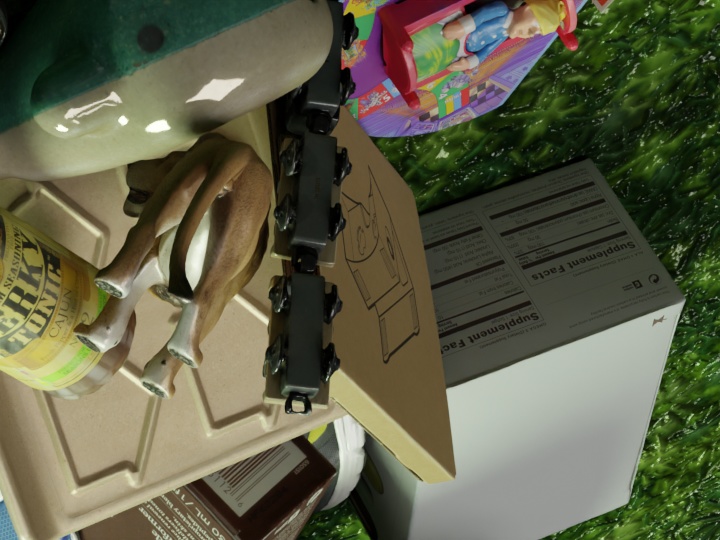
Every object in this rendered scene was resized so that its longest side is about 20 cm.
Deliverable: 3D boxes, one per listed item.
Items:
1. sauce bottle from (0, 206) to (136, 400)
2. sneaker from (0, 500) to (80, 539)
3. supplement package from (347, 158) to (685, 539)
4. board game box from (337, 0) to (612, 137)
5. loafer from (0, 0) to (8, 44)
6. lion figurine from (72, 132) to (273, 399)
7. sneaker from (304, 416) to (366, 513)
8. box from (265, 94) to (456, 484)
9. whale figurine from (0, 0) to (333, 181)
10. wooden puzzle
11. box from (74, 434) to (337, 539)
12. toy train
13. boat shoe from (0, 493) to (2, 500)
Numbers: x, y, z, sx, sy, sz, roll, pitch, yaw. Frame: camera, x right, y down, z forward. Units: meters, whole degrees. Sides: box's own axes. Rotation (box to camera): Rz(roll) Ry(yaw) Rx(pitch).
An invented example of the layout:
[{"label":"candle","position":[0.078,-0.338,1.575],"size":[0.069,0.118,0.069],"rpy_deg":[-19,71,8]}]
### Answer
[{"label":"sauce bottle","position":[-0.177,-0.003,1.301],"size":[0.065,0.065,0.200],"rpy_deg":[-40,143,13]},{"label":"sneaker","position":[-0.225,0.196,1.592],"size":[0.200,0.079,0.089],"rpy_deg":[-53,160,12]},{"label":"supplement package","position":[0.074,0.061,1.663],"size":[0.155,0.111,0.200],"rpy_deg":[-19,146,-20]},{"label":"board game box","position":[0.064,-0.125,1.462],"size":[0.158,0.039,0.200],"rpy_deg":[7,131,-46]},{"label":"loafer","position":[-0.212,-0.113,1.209],"size":[0.073,0.072,0.200],"rpy_deg":[-46,147,20]},{"label":"lion figurine","position":[-0.068,-0.018,1.286],"size":[0.123,0.072,0.200],"rpy_deg":[-58,-170,-15]},{"label":"sneaker","position":[-0.046,0.059,1.606],"size":[0.084,0.075,0.201],"rpy_deg":[-14,136,-16]},{"label":"box","position":[0.000,0.000,1.458],"size":[0.021,0.164,0.200],"rpy_deg":[-13,156,15]},{"label":"whale figurine","position":[-0.113,-0.098,1.308],"size":[0.199,0.104,0.159],"rpy_deg":[-20,-174,22]},{"label":"wooden puzzle","position":[-0.106,0.013,1.438],"size":[0.199,0.046,0.186],"rpy_deg":[-24,111,-19]},{"label":"box","position":[-0.092,0.130,1.571],"size":[0.075,0.100,0.200],"rpy_deg":[-40,169,-28]},{"label":"toy train","position":[-0.025,-0.027,1.340],"size":[0.034,0.201,0.046],"rpy_deg":[8,157,-12]},{"label":"boat shoe","position":[-0.171,0.080,1.516],"size":[0.073,0.067,0.200],"rpy_deg":[7,132,-45]}]
